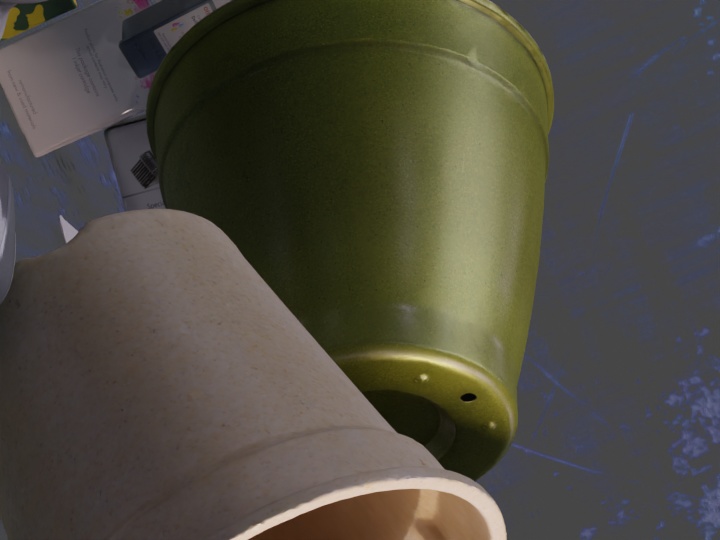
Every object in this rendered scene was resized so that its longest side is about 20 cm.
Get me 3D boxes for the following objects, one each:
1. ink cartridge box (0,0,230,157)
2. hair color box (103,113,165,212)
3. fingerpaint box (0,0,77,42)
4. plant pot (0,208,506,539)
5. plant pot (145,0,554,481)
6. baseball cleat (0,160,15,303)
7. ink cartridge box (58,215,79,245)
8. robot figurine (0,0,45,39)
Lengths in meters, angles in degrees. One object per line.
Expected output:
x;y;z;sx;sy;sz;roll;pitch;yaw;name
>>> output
-0.101;-0.138;1.585;0.117;0.199;0.068;-68;134;-83;ink cartridge box
-0.070;-0.003;1.652;0.064;0.110;0.201;-79;154;-81;hair color box
-0.227;-0.239;1.453;0.167;0.073;0.201;62;6;-47;fingerpaint box
-0.071;0.083;1.134;0.184;0.200;0.201;57;0;31;plant pot
0.000;0.000;1.303;0.201;0.199;0.194;60;21;-50;plant pot
-0.191;-0.077;1.094;0.106;0.069;0.201;75;-7;-78;baseball cleat
-0.092;0.059;1.543;0.116;0.067;0.201;52;15;-71;ink cartridge box
-0.176;-0.198;1.282;0.113;0.168;0.201;-105;-152;-75;robot figurine
